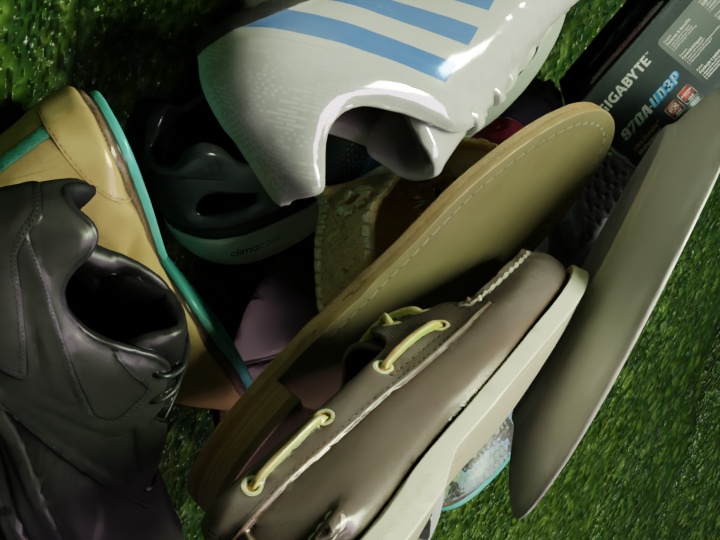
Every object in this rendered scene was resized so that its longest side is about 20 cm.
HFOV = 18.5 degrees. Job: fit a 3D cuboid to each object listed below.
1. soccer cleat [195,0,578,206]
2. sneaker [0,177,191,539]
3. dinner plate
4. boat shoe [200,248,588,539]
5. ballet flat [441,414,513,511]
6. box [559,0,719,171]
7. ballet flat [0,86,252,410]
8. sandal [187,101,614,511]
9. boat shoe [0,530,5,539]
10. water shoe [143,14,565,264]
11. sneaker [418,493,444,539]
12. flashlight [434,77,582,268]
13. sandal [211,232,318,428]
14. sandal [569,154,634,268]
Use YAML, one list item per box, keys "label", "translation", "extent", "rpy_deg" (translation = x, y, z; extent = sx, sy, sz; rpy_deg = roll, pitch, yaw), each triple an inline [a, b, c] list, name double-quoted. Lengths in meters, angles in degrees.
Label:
- label: "soccer cleat"
  translation: [0.031, -0.082, 0.814]
  extent: [0.200, 0.086, 0.070]
  rpy_deg: [-23, 179, -29]
- label: "sneaker"
  translation: [-0.094, 0.046, 0.762]
  extent: [0.200, 0.091, 0.076]
  rpy_deg: [64, 9, -48]
- label: "dinner plate"
  translation: [0.100, 0.005, 0.875]
  extent: [0.200, 0.024, 0.200]
  rpy_deg: [-61, 178, -5]
- label: "boat shoe"
  translation: [0.017, 0.046, 0.768]
  extent: [0.200, 0.060, 0.072]
  rpy_deg: [-49, 170, -44]
- label: "ballet flat"
  translation: [0.073, 0.039, 1.167]
  extent: [0.200, 0.074, 0.074]
  rpy_deg: [-52, 152, -39]
- label: "box"
  translation: [0.172, -0.139, 0.996]
  extent: [0.200, 0.046, 0.159]
  rpy_deg: [-49, -176, 11]
- label: "ballet flat"
  translation: [-0.095, 0.004, 0.826]
  extent: [0.063, 0.069, 0.200]
  rpy_deg: [-31, 145, -6]
- label: "sandal"
  translation: [-0.002, -0.002, 0.833]
  extent: [0.212, 0.070, 0.078]
  rpy_deg: [-48, 152, -2]
- label: "boat shoe"
  translation: [-0.125, 0.132, 0.859]
  extent: [0.068, 0.072, 0.200]
  rpy_deg: [-56, 146, -17]
- label: "water shoe"
  translation: [0.004, -0.081, 0.869]
  extent: [0.200, 0.072, 0.079]
  rpy_deg: [-41, 148, -15]
- label: "sneaker"
  translation: [0.020, 0.065, 1.075]
  extent: [0.081, 0.076, 0.200]
  rpy_deg: [-47, 150, -46]
- label: "flashlight"
  translation: [0.067, -0.044, 0.984]
  extent: [0.200, 0.068, 0.068]
  rpy_deg: [-71, 175, -68]
- label: "sandal"
  translation: [-0.019, -0.016, 0.947]
  extent: [0.082, 0.055, 0.200]
  rpy_deg: [8, 92, -25]
- label: "sandal"
  translation: [0.075, 0.022, 0.989]
  extent: [0.200, 0.076, 0.043]
  rpy_deg: [-44, 120, -30]
